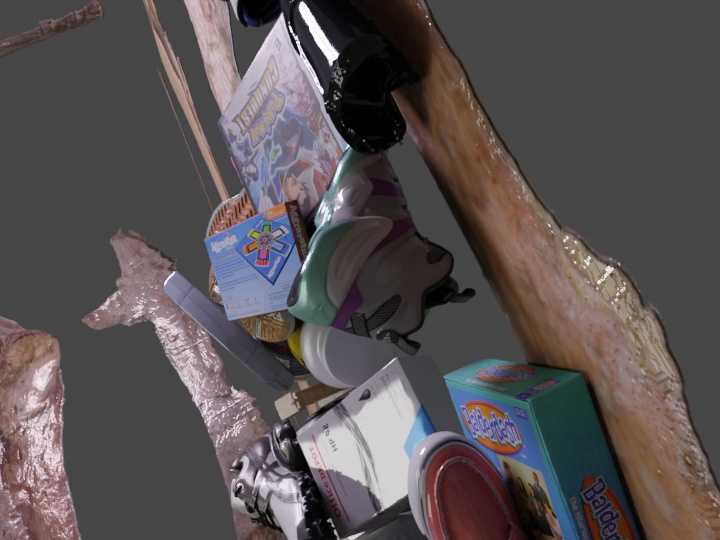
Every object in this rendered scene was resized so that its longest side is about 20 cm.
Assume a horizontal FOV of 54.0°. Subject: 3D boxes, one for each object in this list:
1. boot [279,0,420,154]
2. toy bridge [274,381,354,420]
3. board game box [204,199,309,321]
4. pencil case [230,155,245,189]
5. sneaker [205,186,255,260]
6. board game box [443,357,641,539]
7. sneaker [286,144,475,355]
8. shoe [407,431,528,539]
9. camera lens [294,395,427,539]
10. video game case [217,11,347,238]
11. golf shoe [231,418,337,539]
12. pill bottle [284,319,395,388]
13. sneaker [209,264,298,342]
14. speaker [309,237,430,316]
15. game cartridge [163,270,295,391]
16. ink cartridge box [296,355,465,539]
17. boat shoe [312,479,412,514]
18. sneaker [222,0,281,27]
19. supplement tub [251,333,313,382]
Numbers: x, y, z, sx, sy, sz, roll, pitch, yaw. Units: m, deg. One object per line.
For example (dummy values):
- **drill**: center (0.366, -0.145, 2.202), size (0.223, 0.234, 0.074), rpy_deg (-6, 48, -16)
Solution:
- **boot**: center (-0.022, -0.201, 0.507), size (0.202, 0.075, 0.169), rpy_deg (75, 170, -49)
- **toy bridge**: center (-0.032, 0.154, 0.931), size (0.199, 0.067, 0.028), rpy_deg (-4, -117, -61)
- **board game box**: center (-0.110, -0.004, 0.769), size (0.198, 0.019, 0.105), rpy_deg (-13, 95, 54)
- **pencil case**: center (-0.121, -0.111, 1.005), size (0.089, 0.087, 0.202), rpy_deg (90, 156, -55)
- **sneaker**: center (-0.109, -0.075, 0.847), size (0.200, 0.079, 0.072), rpy_deg (-43, 70, 32)
- **board game box**: center (0.136, 0.169, 0.508), size (0.152, 0.044, 0.204), rpy_deg (171, 78, -76)
- **sneaker**: center (0.031, -0.019, 0.554), size (0.078, 0.138, 0.203), rpy_deg (124, 167, -50)
- **shoe**: center (0.100, 0.208, 0.477), size (0.203, 0.071, 0.091), rpy_deg (67, 165, -12)
- **camera lens**: center (0.004, 0.279, 0.931), size (0.161, 0.157, 0.202), rpy_deg (96, 149, -61)
- **video game case**: center (-0.070, -0.136, 0.719), size (0.200, 0.025, 0.183), rpy_deg (-42, 67, 46)
- **golf shoe**: center (-0.085, 0.244, 0.733), size (0.079, 0.093, 0.200), rpy_deg (66, 174, -23)
- **pill bottle**: center (-0.028, 0.078, 0.862), size (0.200, 0.111, 0.115), rpy_deg (-166, 56, -73)
- **sneaker**: center (-0.116, 0.028, 0.887), size (0.199, 0.086, 0.077), rpy_deg (31, 114, 51)
- **speaker**: center (0.000, 0.000, 0.704), size (0.200, 0.087, 0.090), rpy_deg (-144, 35, -66)
- **game cartridge**: center (-0.175, 0.084, 0.945), size (0.199, 0.041, 0.133), rpy_deg (39, 166, 12)
- **ink cartridge box**: center (0.013, 0.190, 0.720), size (0.200, 0.066, 0.117), rpy_deg (-42, 63, 27)
- **boat shoe**: center (0.012, 0.243, 0.799), size (0.066, 0.197, 0.072), rpy_deg (18, -119, -57)
- **sneaker**: center (-0.124, -0.305, 0.744), size (0.199, 0.079, 0.117), rpy_deg (177, 74, -74)
- **supplement tub**: center (-0.098, 0.077, 1.066), size (0.201, 0.138, 0.142), rpy_deg (98, 147, -63)
